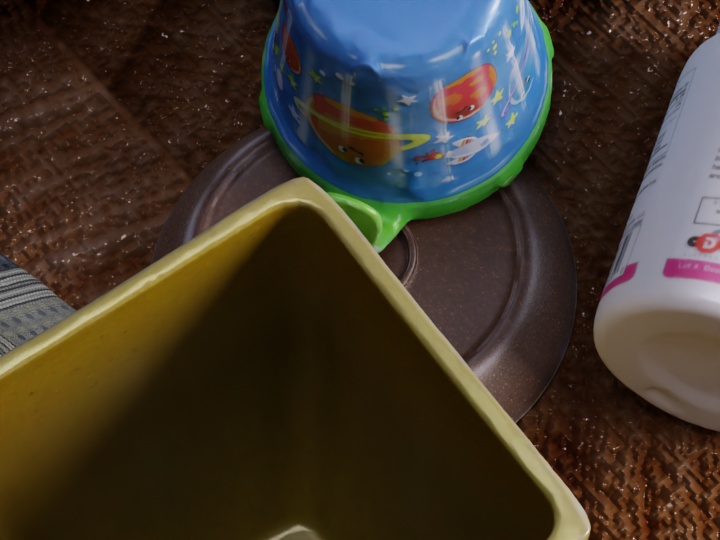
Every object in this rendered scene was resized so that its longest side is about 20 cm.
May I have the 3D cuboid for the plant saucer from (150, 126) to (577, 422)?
[{"bbox_3d":[0.000,0.000,1.350,0.199,0.035,0.201,-1,59,2],"label":"plant saucer"}]

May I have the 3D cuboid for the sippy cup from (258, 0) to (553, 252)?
[{"bbox_3d":[0.019,-0.107,1.304,0.139,0.130,0.179,-19,71,-5],"label":"sippy cup"}]

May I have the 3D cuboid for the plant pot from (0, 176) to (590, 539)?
[{"bbox_3d":[-0.040,0.127,1.183,0.194,0.200,0.196,-32,63,-15],"label":"plant pot"}]

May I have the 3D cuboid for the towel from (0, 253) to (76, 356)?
[{"bbox_3d":[-0.235,0.000,1.296,0.192,0.200,0.035,36,111,18],"label":"towel"}]

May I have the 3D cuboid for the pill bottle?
[{"bbox_3d":[0.185,-0.037,1.316,0.113,0.114,0.201,16,63,12],"label":"pill bottle"}]

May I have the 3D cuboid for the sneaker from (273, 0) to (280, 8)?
[{"bbox_3d":[0.025,-0.152,1.424,0.200,0.076,0.116,19,71,22],"label":"sneaker"}]
